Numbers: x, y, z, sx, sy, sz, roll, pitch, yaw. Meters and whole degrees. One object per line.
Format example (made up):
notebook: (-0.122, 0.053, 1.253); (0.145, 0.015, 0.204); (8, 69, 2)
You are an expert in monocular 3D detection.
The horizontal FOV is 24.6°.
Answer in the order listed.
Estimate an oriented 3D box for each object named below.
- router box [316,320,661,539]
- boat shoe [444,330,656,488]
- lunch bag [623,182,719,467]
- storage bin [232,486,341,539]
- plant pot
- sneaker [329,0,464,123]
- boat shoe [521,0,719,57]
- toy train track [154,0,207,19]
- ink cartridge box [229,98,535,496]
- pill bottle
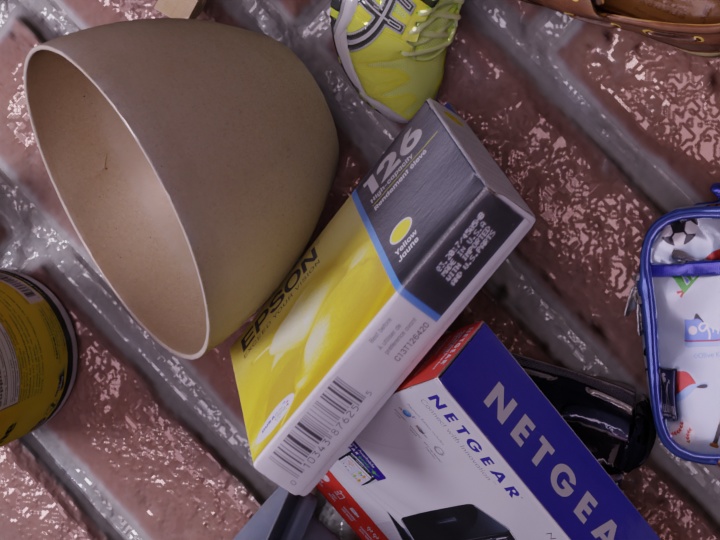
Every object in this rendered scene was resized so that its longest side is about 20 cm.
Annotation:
router box: (0.066, 0.136, 0.945); (0.200, 0.049, 0.179); (50, 146, -10)
boat shoe: (0.077, 0.084, 0.990); (0.197, 0.093, 0.076); (7, 97, 12)
lunch bag: (0.253, 0.028, 0.956); (0.197, 0.076, 0.163); (-3, 93, 12)
storage bin: (-0.047, 0.243, 1.015); (0.134, 0.146, 0.200); (36, 123, -7)
plant pot: (-0.091, -0.067, 0.981); (0.134, 0.200, 0.202); (-30, 89, -23)
sneaker: (0.033, -0.170, 0.948); (0.076, 0.075, 0.202); (37, 139, 40)
boat shoe: (0.137, -0.181, 0.961); (0.198, 0.068, 0.073); (22, 100, 10)
toy train track: (-0.066, -0.243, 1.022); (0.114, 0.033, 0.201); (30, 94, 8)
ink cartridge box: (0.000, 0.000, 0.946); (0.047, 0.200, 0.198); (33, 103, -24)
pill bottle: (-0.259, 0.064, 1.009); (0.111, 0.200, 0.114); (1, 96, 13)
